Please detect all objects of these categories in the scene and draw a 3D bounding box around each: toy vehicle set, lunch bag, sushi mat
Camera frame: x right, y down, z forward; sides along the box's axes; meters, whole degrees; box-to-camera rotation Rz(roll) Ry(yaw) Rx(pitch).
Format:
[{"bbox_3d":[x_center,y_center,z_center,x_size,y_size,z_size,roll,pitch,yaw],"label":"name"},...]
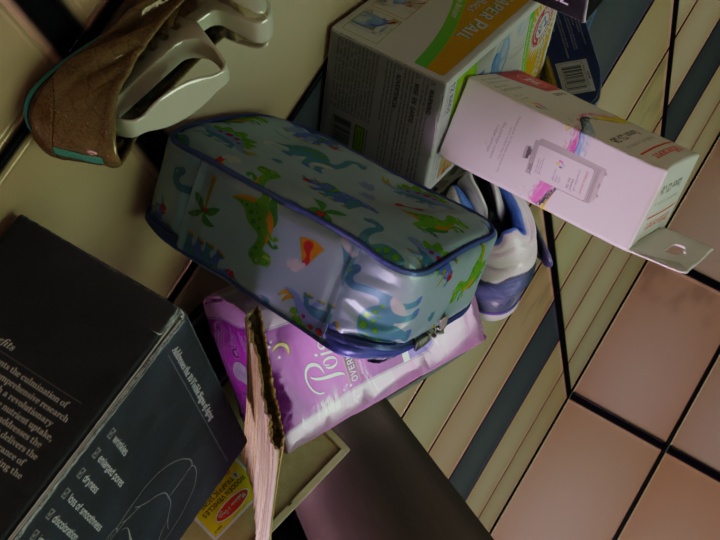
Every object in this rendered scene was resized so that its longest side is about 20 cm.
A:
[{"bbox_3d":[-0.115,0.154,0.863,0.200,0.124,0.027,-42,176,-34],"label":"toy vehicle set"},{"bbox_3d":[-0.021,-0.028,0.760,0.161,0.200,0.083,-27,142,-59],"label":"lunch bag"},{"bbox_3d":[-0.065,0.116,0.768,0.012,0.096,0.200,-7,147,-12],"label":"sushi mat"}]

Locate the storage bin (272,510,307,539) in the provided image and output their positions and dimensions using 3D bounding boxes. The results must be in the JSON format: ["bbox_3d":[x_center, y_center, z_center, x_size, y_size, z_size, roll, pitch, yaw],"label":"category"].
[{"bbox_3d":[-0.098,0.273,1.038,0.200,0.135,0.094,-44,175,-41],"label":"storage bin"}]

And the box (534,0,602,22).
[{"bbox_3d":[0.068,-0.259,0.671,0.086,0.200,0.164,-53,159,-22],"label":"box"}]

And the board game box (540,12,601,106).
[{"bbox_3d":[0.174,-0.190,1.113,0.200,0.061,0.201,93,-15,-69],"label":"board game box"}]

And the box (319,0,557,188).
[{"bbox_3d":[0.067,-0.169,0.937,0.200,0.101,0.113,-44,155,-40],"label":"box"}]

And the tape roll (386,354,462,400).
[{"bbox_3d":[0.003,0.083,1.034,0.200,0.066,0.200,-30,171,-5],"label":"tape roll"}]

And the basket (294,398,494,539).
[{"bbox_3d":[0.027,0.221,0.995,0.136,0.200,0.180,-41,164,36],"label":"basket"}]

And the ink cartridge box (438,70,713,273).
[{"bbox_3d":[0.174,-0.077,0.874,0.116,0.200,0.068,-24,139,-61],"label":"ink cartridge box"}]

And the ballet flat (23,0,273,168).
[{"bbox_3d":[-0.093,-0.128,0.637,0.200,0.072,0.068,-52,159,-25],"label":"ballet flat"}]

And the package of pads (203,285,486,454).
[{"bbox_3d":[-0.006,0.035,0.872,0.199,0.076,0.121,-26,111,-26],"label":"package of pads"}]

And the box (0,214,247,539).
[{"bbox_3d":[-0.179,0.114,0.669,0.197,0.124,0.200,-53,160,-21],"label":"box"}]

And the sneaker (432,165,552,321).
[{"bbox_3d":[0.089,-0.067,0.998,0.080,0.201,0.147,-19,152,-12],"label":"sneaker"}]

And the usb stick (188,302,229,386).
[{"bbox_3d":[-0.150,0.100,0.837,0.200,0.055,0.033,-49,-166,-33],"label":"usb stick"}]
